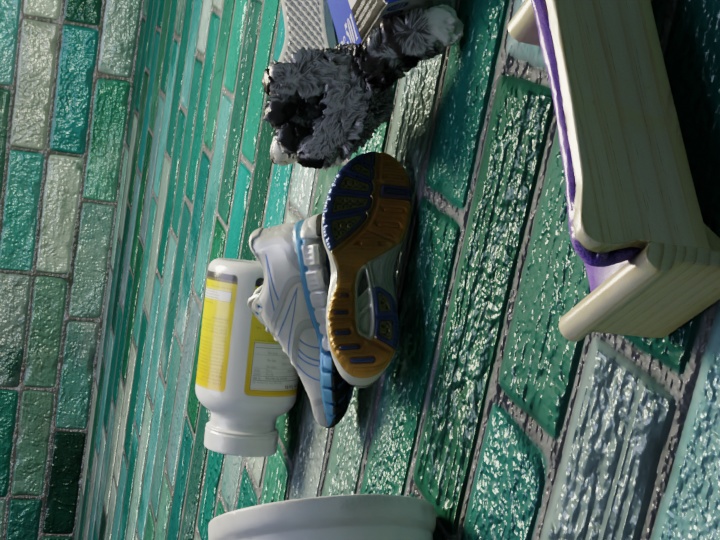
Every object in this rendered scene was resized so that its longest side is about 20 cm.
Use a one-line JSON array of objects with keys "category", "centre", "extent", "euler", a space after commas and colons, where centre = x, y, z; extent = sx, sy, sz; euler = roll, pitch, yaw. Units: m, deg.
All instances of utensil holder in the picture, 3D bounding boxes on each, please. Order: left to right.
[{"category": "utensil holder", "centre": [-0.021, 0.275, 0.766], "extent": [0.170, 0.168, 0.203], "euler": [132, 137, -59]}]

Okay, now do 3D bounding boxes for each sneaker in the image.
[{"category": "sneaker", "centre": [-0.055, 0.046, 0.969], "extent": [0.075, 0.085, 0.203], "euler": [-54, -41, -63]}, {"category": "sneaker", "centre": [-0.037, -0.235, 1.096], "extent": [0.079, 0.078, 0.202], "euler": [-43, -35, -47]}, {"category": "sneaker", "centre": [0.000, 0.000, 0.922], "extent": [0.088, 0.074, 0.203], "euler": [97, -179, -69]}]

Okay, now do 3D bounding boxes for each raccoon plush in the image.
[{"category": "raccoon plush", "centre": [0.006, -0.142, 0.918], "extent": [0.134, 0.197, 0.098], "euler": [-14, -93, -78]}]

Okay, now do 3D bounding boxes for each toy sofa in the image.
[{"category": "toy sofa", "centre": [0.121, -0.071, 0.561], "extent": [0.083, 0.096, 0.203], "euler": [129, 141, -56]}]

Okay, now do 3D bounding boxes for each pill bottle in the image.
[{"category": "pill bottle", "centre": [-0.119, 0.092, 1.173], "extent": [0.112, 0.110, 0.203], "euler": [-168, 85, -70]}]

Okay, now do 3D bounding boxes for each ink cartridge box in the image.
[{"category": "ink cartridge box", "centre": [0.008, -0.244, 0.913], "extent": [0.200, 0.044, 0.095], "euler": [160, 93, -81]}]
